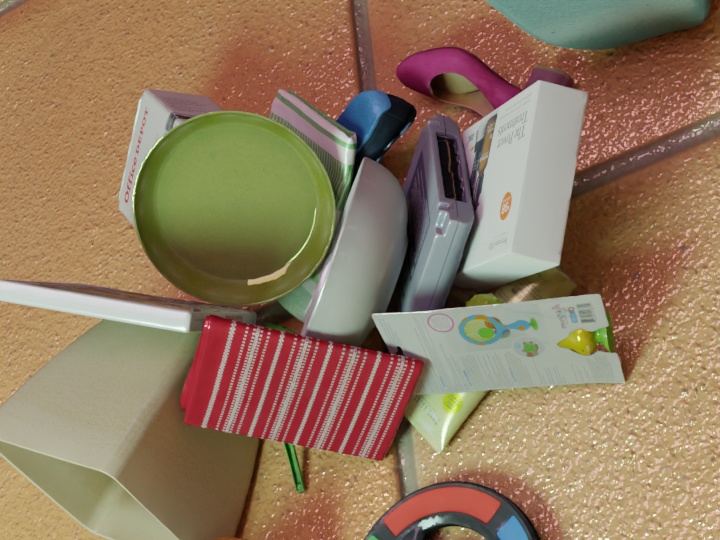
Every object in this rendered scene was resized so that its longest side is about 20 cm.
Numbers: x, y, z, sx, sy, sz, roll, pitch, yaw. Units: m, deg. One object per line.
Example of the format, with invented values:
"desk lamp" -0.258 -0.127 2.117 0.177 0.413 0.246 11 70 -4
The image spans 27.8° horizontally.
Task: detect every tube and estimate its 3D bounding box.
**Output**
"tube" 0.114 0.070 1.327 0.200 0.052 0.058 -48 17 9

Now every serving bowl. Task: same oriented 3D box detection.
"serving bowl" 0.000 0.000 1.344 0.066 0.200 0.201 20 75 -2

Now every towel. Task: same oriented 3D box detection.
"towel" -0.069 -0.069 1.491 0.152 0.023 0.201 37 117 46
"towel" -0.057 0.106 1.309 0.023 0.199 0.145 -86 11 -44

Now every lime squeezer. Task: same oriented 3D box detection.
"lime squeezer" -0.089 0.114 1.394 0.038 0.201 0.071 -24 20 0

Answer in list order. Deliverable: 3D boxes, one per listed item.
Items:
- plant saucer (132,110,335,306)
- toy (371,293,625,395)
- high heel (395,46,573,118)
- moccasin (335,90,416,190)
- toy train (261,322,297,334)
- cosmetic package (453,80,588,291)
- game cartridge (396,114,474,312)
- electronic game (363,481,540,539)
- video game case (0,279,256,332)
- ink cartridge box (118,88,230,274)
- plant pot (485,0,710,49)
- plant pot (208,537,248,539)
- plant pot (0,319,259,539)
"plant saucer" -0.123 -0.063 1.428 0.200 0.200 0.031 -37 16 14
"toy" 0.123 0.055 1.264 0.199 0.115 0.047 -3 46 22
"high heel" 0.107 -0.165 1.441 0.199 0.067 0.096 10 61 36
"moccasin" -0.011 -0.106 1.494 0.200 0.068 0.081 -38 59 44
"toy train" -0.042 0.094 1.422 0.200 0.042 0.056 18 40 43
"cosmetic package" 0.130 -0.068 1.285 0.200 0.051 0.152 152 128 -73
"game cartridge" 0.065 -0.043 1.356 0.200 0.041 0.134 -92 20 -56
"electronic game" 0.071 0.278 1.248 0.199 0.042 0.201 -17 57 29
"video game case" -0.223 0.034 1.410 0.199 0.182 0.023 9 91 15
"ink cartridge box" -0.175 -0.089 1.548 0.200 0.083 0.146 43 123 50
"plant pot" 0.232 -0.313 1.345 0.196 0.200 0.197 -10 61 31
"plant pot" -0.160 0.354 1.290 0.183 0.200 0.201 -25 52 43
"plant pot" -0.213 0.157 1.433 0.199 0.200 0.177 8 57 38
